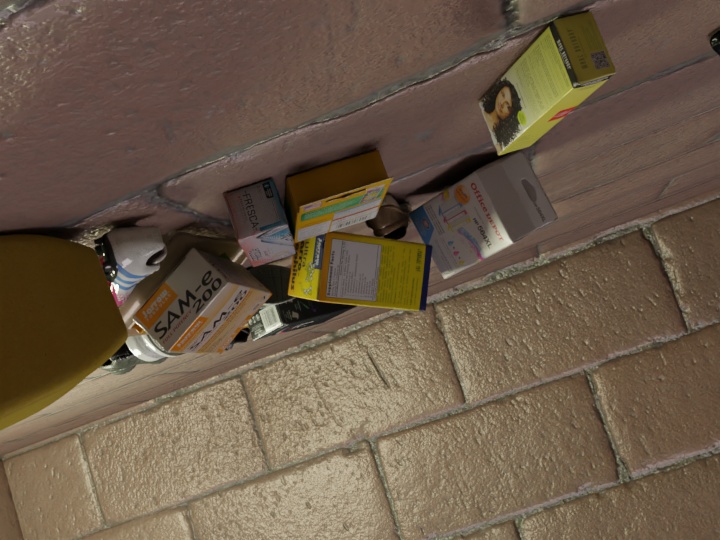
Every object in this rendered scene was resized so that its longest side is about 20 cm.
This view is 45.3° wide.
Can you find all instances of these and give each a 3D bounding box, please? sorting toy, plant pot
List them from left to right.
[{"bbox_3d":[-0.384,0.068,0.974,0.199,0.195,0.195,-19,173,-37],"label":"plant pot"},{"bbox_3d":[-0.255,0.028,1.249,0.185,0.036,0.200,-49,163,10],"label":"sorting toy"}]

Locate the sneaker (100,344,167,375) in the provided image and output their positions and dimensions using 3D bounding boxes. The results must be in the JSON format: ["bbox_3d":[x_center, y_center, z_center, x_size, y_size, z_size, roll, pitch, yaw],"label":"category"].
[{"bbox_3d":[-0.473,0.167,1.794,0.199,0.076,0.091,-26,160,19],"label":"sneaker"}]

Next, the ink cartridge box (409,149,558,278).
[{"bbox_3d":[0.202,-0.093,1.378,0.125,0.129,0.200,-27,177,-38],"label":"ink cartridge box"}]

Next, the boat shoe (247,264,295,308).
[{"bbox_3d":[-0.205,0.036,1.563,0.201,0.075,0.065,-12,175,-21],"label":"boat shoe"}]

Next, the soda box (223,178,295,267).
[{"bbox_3d":[-0.130,-0.058,1.142,0.068,0.064,0.200,-19,172,-4],"label":"soda box"}]

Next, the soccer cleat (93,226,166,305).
[{"bbox_3d":[-0.290,-0.004,1.098,0.086,0.070,0.200,-16,171,-21],"label":"soccer cleat"}]

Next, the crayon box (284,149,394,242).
[{"bbox_3d":[-0.033,-0.099,1.139,0.125,0.052,0.200,-18,172,-9],"label":"crayon box"}]

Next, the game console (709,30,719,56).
[{"bbox_3d":[0.575,-0.281,1.128,0.175,0.117,0.200,-24,170,29],"label":"game console"}]

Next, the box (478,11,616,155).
[{"bbox_3d":[0.198,-0.199,0.949,0.050,0.076,0.200,-17,170,-19],"label":"box"}]

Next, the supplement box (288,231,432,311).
[{"bbox_3d":[0.000,0.000,1.375,0.199,0.109,0.109,7,179,-30],"label":"supplement box"}]

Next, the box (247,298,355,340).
[{"bbox_3d":[-0.127,0.061,1.761,0.199,0.106,0.122,-12,170,-43],"label":"box"}]

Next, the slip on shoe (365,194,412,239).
[{"bbox_3d":[0.051,-0.078,1.428,0.076,0.061,0.200,-20,172,7],"label":"slip on shoe"}]

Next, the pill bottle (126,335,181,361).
[{"bbox_3d":[-0.299,0.078,1.450,0.200,0.116,0.116,-25,170,34],"label":"pill bottle"}]

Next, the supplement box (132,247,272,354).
[{"bbox_3d":[-0.214,0.049,1.209,0.126,0.073,0.200,-49,167,4],"label":"supplement box"}]

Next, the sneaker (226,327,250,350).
[{"bbox_3d":[-0.307,0.130,1.794,0.200,0.087,0.076,-16,134,-55],"label":"sneaker"}]

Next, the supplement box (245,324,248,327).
[{"bbox_3d":[-0.231,0.083,1.806,0.199,0.067,0.069,-11,168,-43],"label":"supplement box"}]
